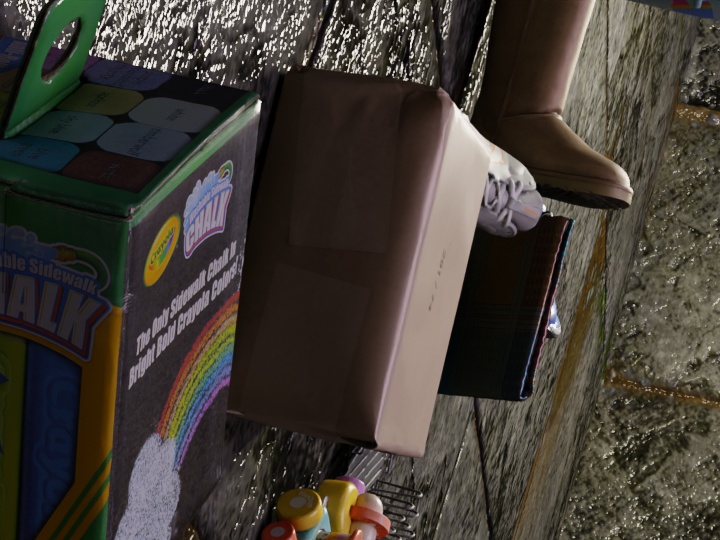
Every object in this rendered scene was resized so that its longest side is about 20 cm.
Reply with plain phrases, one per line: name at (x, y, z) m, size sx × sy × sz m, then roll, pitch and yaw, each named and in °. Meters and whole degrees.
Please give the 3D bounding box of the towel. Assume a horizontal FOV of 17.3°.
towel at (0.104, 0.028, 1.841) m, size 0.200 × 0.022 × 0.148 m, roll -179°, pitch -76°, yaw -69°

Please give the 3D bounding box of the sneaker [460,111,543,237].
sneaker at (0.089, -0.065, 1.716) m, size 0.076 × 0.092 × 0.200 m, roll -61°, pitch 169°, yaw 8°

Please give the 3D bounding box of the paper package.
paper package at (0.000, 0.000, 1.380) m, size 0.191 × 0.103 × 0.202 m, roll 31°, pitch 71°, yaw -77°

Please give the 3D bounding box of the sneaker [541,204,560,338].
sneaker at (0.120, -0.008, 1.938) m, size 0.200 × 0.078 × 0.090 m, roll -105°, pitch -165°, yaw -62°

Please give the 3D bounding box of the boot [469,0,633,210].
boot at (0.156, -0.158, 1.831) m, size 0.066 × 0.174 × 0.202 m, roll 19°, pitch 87°, yaw -53°

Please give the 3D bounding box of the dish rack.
dish rack at (0.006, 0.214, 1.747) m, size 0.153 × 0.054 × 0.202 m, roll -44°, pitch 145°, yaw -70°

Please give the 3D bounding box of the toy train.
toy train at (-0.013, 0.215, 1.579) m, size 0.200 × 0.055 × 0.152 m, roll 12°, pitch 82°, yaw -72°

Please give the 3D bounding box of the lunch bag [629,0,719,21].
lunch bag at (0.162, -0.211, 1.294) m, size 0.161 × 0.198 × 0.078 m, roll -62°, pitch 159°, yaw -45°

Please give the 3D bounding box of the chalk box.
chalk box at (-0.113, -0.004, 0.801) m, size 0.125 × 0.123 × 0.202 m, roll -50°, pitch 150°, yaw -63°
